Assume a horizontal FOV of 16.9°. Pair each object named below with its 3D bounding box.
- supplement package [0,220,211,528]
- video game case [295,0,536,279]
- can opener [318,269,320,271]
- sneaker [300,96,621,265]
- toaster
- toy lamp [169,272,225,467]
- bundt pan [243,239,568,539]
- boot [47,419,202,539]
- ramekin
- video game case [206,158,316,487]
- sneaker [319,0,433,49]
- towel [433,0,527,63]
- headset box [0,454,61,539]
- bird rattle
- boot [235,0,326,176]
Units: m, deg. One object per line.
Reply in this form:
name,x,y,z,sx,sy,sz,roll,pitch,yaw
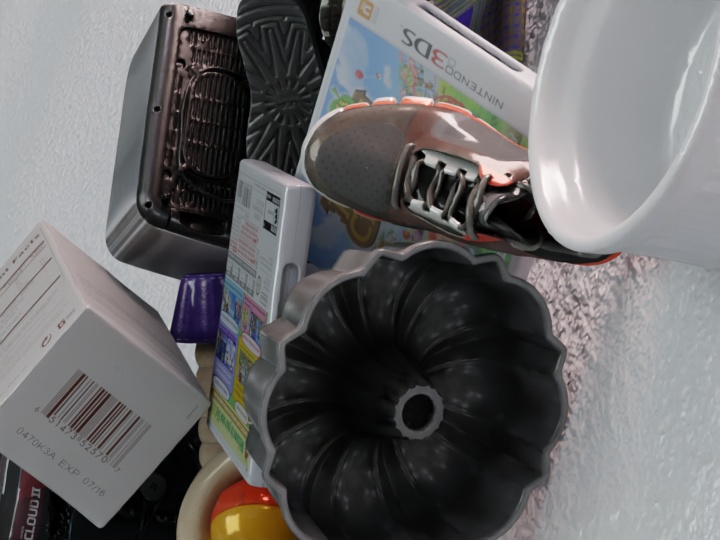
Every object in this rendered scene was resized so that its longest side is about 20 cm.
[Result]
supplement package,-0.199,0.068,1.668,0.117,0.117,0.200,-49,23,4
video game case,0.039,-0.059,1.506,0.182,0.022,0.200,37,126,30
can opener,0.000,0.000,1.689,0.053,0.066,0.201,47,-138,-70
sneaker,0.062,-0.050,1.379,0.082,0.199,0.077,-57,-22,-78
toaster,-0.083,-0.077,1.783,0.119,0.180,0.201,140,138,-63
toy lamp,-0.107,0.102,1.747,0.058,0.058,0.201,-177,82,-67
bundt pan,0.019,0.074,1.413,0.076,0.201,0.202,25,100,62
boot,-0.140,0.127,1.806,0.076,0.168,0.201,-4,72,67
ramekin,0.178,-0.097,1.278,0.200,0.098,0.201,-47,35,49
video game case,-0.064,0.028,1.520,0.200,0.022,0.183,-148,65,-77
sneaker,0.017,-0.174,1.602,0.200,0.077,0.089,88,-172,-59
towel,0.071,-0.137,1.652,0.144,0.023,0.201,153,127,-62
headset box,-0.193,0.159,1.867,0.077,0.200,0.149,148,131,-65
bird rattle,-0.048,0.154,1.578,0.163,0.113,0.200,-14,67,17
boot,-0.044,-0.156,1.695,0.200,0.065,0.165,-87,-6,-62
